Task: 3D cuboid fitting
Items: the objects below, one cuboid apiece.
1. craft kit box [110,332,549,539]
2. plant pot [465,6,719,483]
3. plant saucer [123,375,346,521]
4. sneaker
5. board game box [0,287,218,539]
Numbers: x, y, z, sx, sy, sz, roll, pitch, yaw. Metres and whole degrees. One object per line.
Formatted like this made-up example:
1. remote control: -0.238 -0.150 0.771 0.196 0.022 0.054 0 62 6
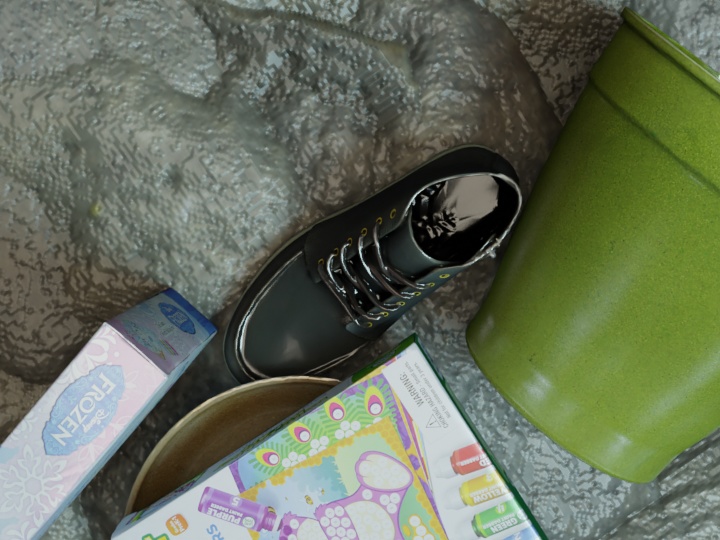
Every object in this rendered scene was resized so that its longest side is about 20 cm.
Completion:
1. craft kit box: 0.001 0.170 0.759 0.197 0.049 0.200 -33 94 6
2. plant pot: 0.159 -0.001 0.731 0.200 0.200 0.193 36 106 -3
3. plant saucer: -0.036 0.154 0.802 0.199 0.035 0.201 0 100 -2
4. sneaker: 0.000 0.000 0.759 0.200 0.106 0.075 -39 94 6
5. board game box: -0.163 0.103 0.722 0.043 0.199 0.200 41 93 -3
